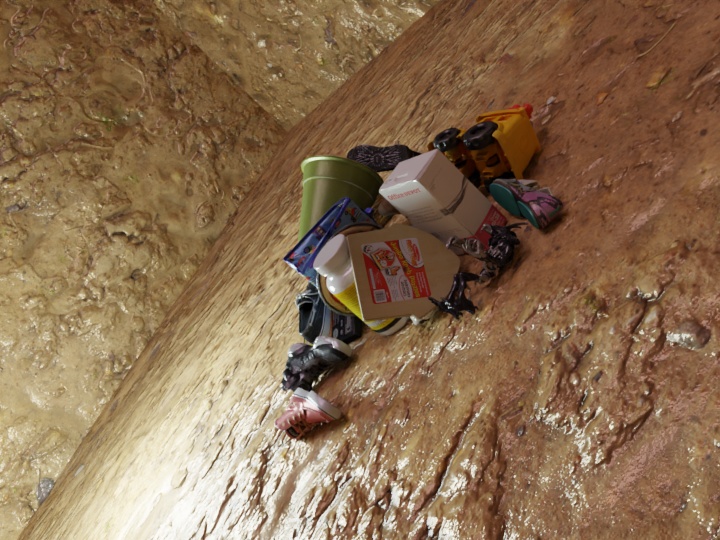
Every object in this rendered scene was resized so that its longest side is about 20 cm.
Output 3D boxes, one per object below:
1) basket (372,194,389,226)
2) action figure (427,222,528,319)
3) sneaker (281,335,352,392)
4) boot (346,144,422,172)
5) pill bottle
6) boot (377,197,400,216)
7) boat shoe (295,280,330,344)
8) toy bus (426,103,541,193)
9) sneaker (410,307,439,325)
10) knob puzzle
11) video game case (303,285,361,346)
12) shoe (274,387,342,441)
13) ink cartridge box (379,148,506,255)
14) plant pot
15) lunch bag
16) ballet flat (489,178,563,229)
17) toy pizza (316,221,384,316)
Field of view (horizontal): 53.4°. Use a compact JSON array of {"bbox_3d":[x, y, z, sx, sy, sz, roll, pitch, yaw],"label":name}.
[{"bbox_3d":[-0.033,-0.142,1.879,0.200,0.143,0.149,-49,20,0],"label":"basket"},{"bbox_3d":[0.198,-0.020,1.218,0.201,0.102,0.119,-54,8,-9],"label":"action figure"},{"bbox_3d":[-0.096,0.206,1.481,0.199,0.075,0.115,-17,45,50],"label":"sneaker"},{"bbox_3d":[0.083,-0.250,1.684,0.163,0.199,0.066,5,93,28],"label":"boot"},{"bbox_3d":[0.008,0.026,1.388,0.112,0.200,0.113,-40,22,20],"label":"pill bottle"},{"bbox_3d":[0.138,-0.195,1.624,0.166,0.073,0.200,-44,-9,37],"label":"boot"},{"bbox_3d":[-0.109,0.074,1.577,0.073,0.068,0.201,-34,37,35],"label":"boat shoe"},{"bbox_3d":[0.264,-0.264,1.455,0.199,0.136,0.192,5,48,49],"label":"toy bus"},{"bbox_3d":[0.111,0.023,1.357,0.075,0.081,0.201,-35,25,29],"label":"sneaker"},{"bbox_3d":[0.085,0.003,1.310,0.221,0.218,0.031,-59,-12,-28],"label":"knob puzzle"},{"bbox_3d":[-0.062,0.087,1.598,0.180,0.025,0.202,-32,46,39],"label":"video game case"},{"bbox_3d":[-0.102,0.281,1.357,0.091,0.071,0.200,-55,15,-15],"label":"shoe"},{"bbox_3d":[0.154,-0.124,1.353,0.083,0.200,0.146,-55,21,-19],"label":"ink cartridge box"},{"bbox_3d":[-0.062,-0.130,1.626,0.199,0.199,0.192,-13,59,59],"label":"plant pot"},{"bbox_3d":[-0.036,-0.049,1.502,0.201,0.150,0.094,-53,36,-2],"label":"lunch bag"},{"bbox_3d":[0.299,-0.128,1.270,0.071,0.069,0.200,-30,24,-2],"label":"ballet flat"},{"bbox_3d":[0.000,0.000,1.470,0.201,0.200,0.032,-52,35,-10],"label":"toy pizza"}]
